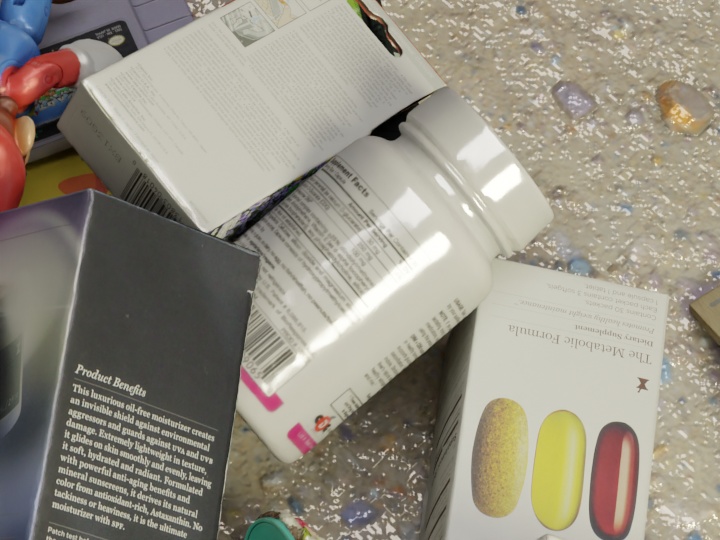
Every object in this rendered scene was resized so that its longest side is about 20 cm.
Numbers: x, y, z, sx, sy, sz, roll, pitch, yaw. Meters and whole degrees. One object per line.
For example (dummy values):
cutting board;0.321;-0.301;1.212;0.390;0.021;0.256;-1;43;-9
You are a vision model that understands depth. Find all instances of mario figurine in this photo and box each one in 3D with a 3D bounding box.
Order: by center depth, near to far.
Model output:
mario figurine;-0.209;-0.088;1.530;0.106;0.123;0.201;32;47;-29

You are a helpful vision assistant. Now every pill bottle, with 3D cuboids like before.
pill bottle;0.000;0.000;1.479;0.200;0.113;0.113;-40;73;-3

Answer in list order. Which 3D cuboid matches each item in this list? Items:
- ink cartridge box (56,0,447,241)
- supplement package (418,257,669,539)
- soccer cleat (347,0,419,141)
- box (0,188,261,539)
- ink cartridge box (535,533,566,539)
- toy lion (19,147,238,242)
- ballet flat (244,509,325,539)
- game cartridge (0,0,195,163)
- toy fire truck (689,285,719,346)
ink cartridge box;-0.058;-0.091;1.516;0.200;0.050;0.109;-32;78;-38
supplement package;0.098;0.113;1.519;0.113;0.110;0.201;11;60;-4
soccer cleat;-0.003;-0.114;1.605;0.067;0.081;0.200;-15;40;0
box;-0.169;0.080;1.401;0.123;0.199;0.200;23;66;-38
ink cartridge box;0.139;0.225;1.415;0.199;0.146;0.083;22;56;-20
toy lion;-0.139;-0.062;1.605;0.191;0.069;0.201;10;60;4
ballet flat;-0.008;0.223;1.474;0.064;0.076;0.201;1;61;-45
game cartridge;-0.194;-0.123;1.603;0.199;0.038;0.130;-21;50;-7
toy fire truck;0.298;0.067;1.590;0.175;0.129;0.201;-26;79;-23
